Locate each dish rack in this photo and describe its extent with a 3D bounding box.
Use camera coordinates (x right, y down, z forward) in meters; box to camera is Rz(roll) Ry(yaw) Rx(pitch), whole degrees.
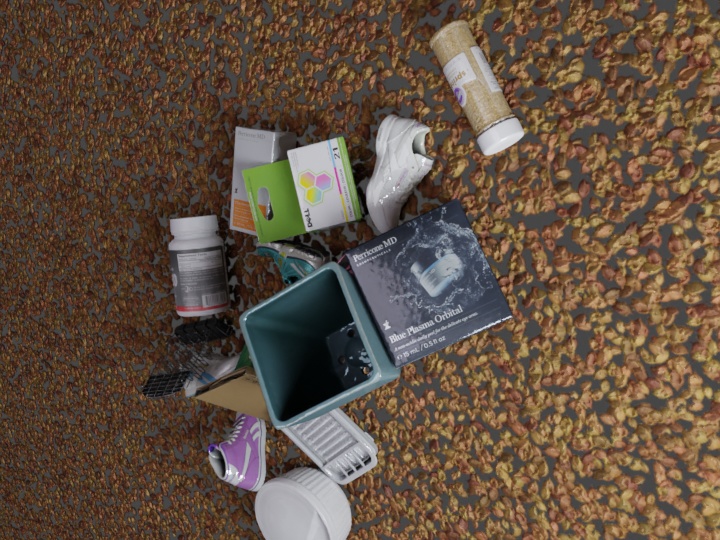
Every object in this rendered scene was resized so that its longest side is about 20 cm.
[{"bbox_3d":[-0.372,0.190,1.328,0.153,0.201,0.055,-14,131,35],"label":"dish rack"},{"bbox_3d":[-0.063,0.309,1.199,0.200,0.044,0.172,43,136,1],"label":"dish rack"}]

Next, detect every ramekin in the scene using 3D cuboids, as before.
[{"bbox_3d":[-0.108,0.491,1.259,0.201,0.094,0.204,12,112,32],"label":"ramekin"}]

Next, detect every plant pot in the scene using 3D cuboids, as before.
[{"bbox_3d":[-0.043,0.128,1.032,0.196,0.200,0.197,-29,70,18],"label":"plant pot"}]

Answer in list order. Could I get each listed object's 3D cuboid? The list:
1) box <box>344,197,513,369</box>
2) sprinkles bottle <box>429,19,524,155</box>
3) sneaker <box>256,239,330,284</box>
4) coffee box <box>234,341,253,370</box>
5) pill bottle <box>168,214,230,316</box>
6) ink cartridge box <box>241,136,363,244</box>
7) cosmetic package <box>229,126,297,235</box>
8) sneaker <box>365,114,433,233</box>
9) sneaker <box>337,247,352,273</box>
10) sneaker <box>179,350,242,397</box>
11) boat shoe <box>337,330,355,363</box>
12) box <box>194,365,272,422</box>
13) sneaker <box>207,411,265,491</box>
[{"bbox_3d":[0.108,0.022,0.990,0.196,0.117,0.201,-25,85,8],"label":"box"},{"bbox_3d":[0.177,-0.279,0.959,0.068,0.068,0.201,-29,82,33],"label":"sprinkles bottle"},{"bbox_3d":[-0.136,-0.014,1.180,0.200,0.077,0.080,20,104,48],"label":"sneaker"},{"bbox_3d":[-0.166,0.149,1.229,0.200,0.123,0.044,-34,116,31],"label":"coffee box"},{"bbox_3d":[-0.339,-0.012,1.313,0.113,0.114,0.201,-1,98,33],"label":"pill bottle"},{"bbox_3d":[-0.107,-0.137,1.112,0.199,0.076,0.149,-14,91,3],"label":"ink cartridge box"},{"bbox_3d":[-0.189,-0.171,1.212,0.101,0.071,0.201,14,106,30],"label":"cosmetic package"},{"bbox_3d":[0.066,-0.155,1.048,0.099,0.075,0.201,16,107,31],"label":"sneaker"},{"bbox_3d":[0.000,0.000,1.129,0.199,0.079,0.096,-16,78,32],"label":"sneaker"},{"bbox_3d":[-0.327,0.215,1.371,0.199,0.076,0.081,-25,83,32],"label":"sneaker"},{"bbox_3d":[-0.017,0.151,1.168,0.072,0.059,0.201,34,115,24],"label":"boat shoe"},{"bbox_3d":[-0.198,0.248,1.234,0.163,0.200,0.021,-27,49,34],"label":"box"},{"bbox_3d":[-0.256,0.344,1.282,0.073,0.114,0.201,-48,35,22],"label":"sneaker"}]
